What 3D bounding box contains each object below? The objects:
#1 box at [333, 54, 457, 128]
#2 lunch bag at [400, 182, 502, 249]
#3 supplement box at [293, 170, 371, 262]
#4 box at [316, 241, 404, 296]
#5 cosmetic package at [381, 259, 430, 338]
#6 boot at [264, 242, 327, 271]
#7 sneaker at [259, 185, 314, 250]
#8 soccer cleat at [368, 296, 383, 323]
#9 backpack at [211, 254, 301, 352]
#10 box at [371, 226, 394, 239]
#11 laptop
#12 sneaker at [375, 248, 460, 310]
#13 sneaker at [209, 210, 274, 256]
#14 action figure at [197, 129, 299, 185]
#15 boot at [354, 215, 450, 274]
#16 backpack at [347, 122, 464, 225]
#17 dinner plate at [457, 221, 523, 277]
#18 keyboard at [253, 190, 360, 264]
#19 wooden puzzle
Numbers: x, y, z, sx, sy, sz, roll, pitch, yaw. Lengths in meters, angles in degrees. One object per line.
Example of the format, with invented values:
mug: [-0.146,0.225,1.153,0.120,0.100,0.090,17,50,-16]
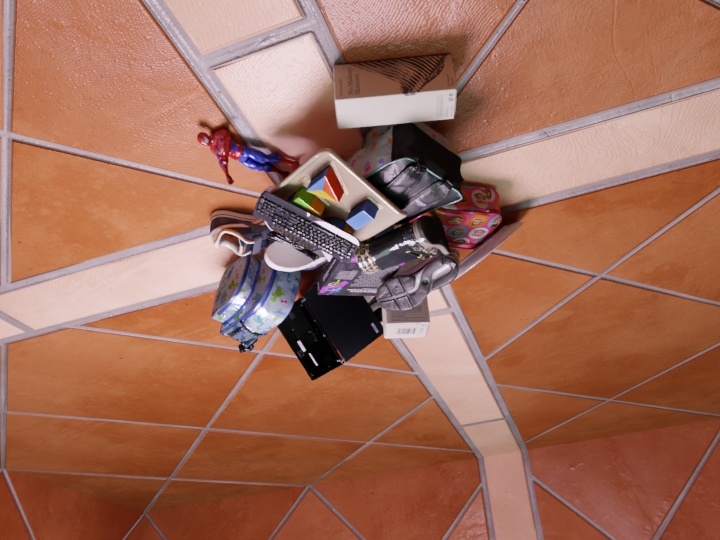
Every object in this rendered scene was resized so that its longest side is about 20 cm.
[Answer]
box: [0.055,-0.290,1.081,0.194,0.084,0.069,-6,150,0]
lunch bag: [0.181,-0.109,1.396,0.195,0.084,0.177,5,152,-17]
supplement box: [-0.052,-0.115,1.329,0.099,0.106,0.201,-13,146,12]
box: [0.000,0.000,1.402,0.139,0.037,0.201,3,152,-21]
cosmetic package: [0.096,0.046,1.512,0.101,0.204,0.074,-1,149,-4]
boot: [-0.136,-0.024,1.446,0.197,0.074,0.090,-10,162,-40]
sneaker: [-0.152,-0.116,1.325,0.072,0.086,0.201,-29,146,4]
soccer cleat: [0.060,0.074,1.577,0.084,0.200,0.069,17,146,49]
backpack: [-0.237,0.055,1.502,0.146,0.186,0.198,34,136,-29]
box: [0.022,-0.038,1.482,0.048,0.084,0.201,5,147,-16]
laptop: [-0.076,0.126,1.530,0.199,0.179,0.103,-34,180,41]
sneaker: [0.129,0.015,1.409,0.198,0.115,0.077,-27,98,24]
sneaker: [-0.219,-0.072,1.404,0.195,0.081,0.079,2,148,-14]
action figure: [-0.206,-0.187,1.204,0.197,0.101,0.065,21,141,-31]
boot: [0.085,-0.046,1.281,0.151,0.075,0.203,-22,170,19]
backpack: [0.066,-0.174,1.197,0.173,0.157,0.199,22,142,-36]
dinner plate: [0.272,-0.049,1.453,0.199,0.024,0.200,-39,176,-3]
keyboard: [-0.104,-0.064,1.205,0.197,0.021,0.128,27,146,-3]
wooden puzzle: [-0.044,-0.108,1.163,0.198,0.047,0.184,34,144,-23]
